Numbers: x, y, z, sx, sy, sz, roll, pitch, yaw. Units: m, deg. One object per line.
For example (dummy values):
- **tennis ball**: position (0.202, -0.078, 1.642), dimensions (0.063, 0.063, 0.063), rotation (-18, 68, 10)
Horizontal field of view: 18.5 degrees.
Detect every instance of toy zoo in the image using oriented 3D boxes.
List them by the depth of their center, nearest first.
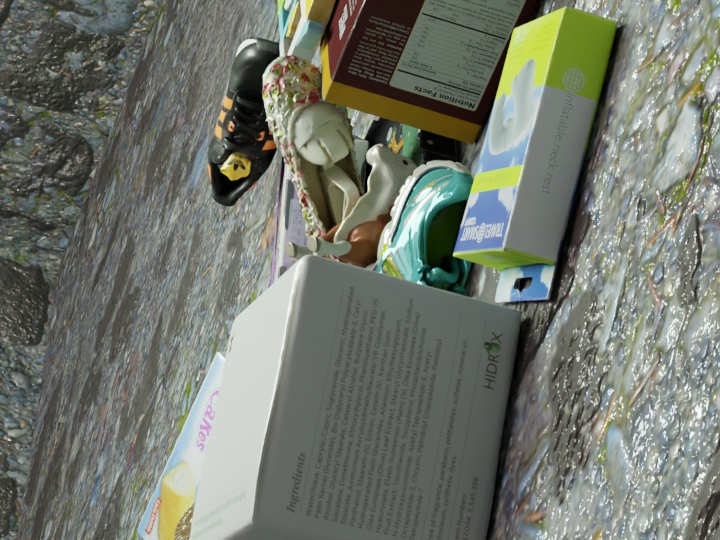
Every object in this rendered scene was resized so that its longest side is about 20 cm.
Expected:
- **toy zoo**: position (-0.040, -0.247, 1.883), dimensions (0.200, 0.020, 0.131), rotation (-96, 25, -58)

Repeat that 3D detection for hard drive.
- **hard drive**: position (0.041, -0.095, 1.920), dimensions (0.200, 0.038, 0.140), rotation (-90, 21, -50)

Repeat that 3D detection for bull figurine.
- **bull figurine**: position (0.000, 0.000, 1.792), dimensions (0.065, 0.121, 0.200), rotation (31, 126, 52)

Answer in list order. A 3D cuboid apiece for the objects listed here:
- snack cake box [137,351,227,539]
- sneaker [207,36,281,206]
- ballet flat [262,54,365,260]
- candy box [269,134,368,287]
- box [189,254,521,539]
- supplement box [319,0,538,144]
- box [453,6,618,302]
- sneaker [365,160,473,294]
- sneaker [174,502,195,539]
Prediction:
- **snack cake box**: position (-0.108, 0.174, 2.003), dimensions (0.067, 0.115, 0.200), rotation (43, 117, 40)
- **sneaker**: position (-0.096, -0.128, 1.984), dimensions (0.200, 0.070, 0.090), rotation (115, 172, -62)
- **ballet flat**: position (-0.024, -0.085, 1.830), dimensions (0.064, 0.076, 0.200), rotation (29, 144, 56)
- **candy box**: position (-0.040, -0.041, 1.999), dimensions (0.200, 0.071, 0.168), rotation (-130, 46, -84)
- **box**: position (-0.008, 0.120, 1.593), dimensions (0.199, 0.171, 0.200), rotation (141, 142, -68)
- **supplement box**: position (0.060, -0.250, 1.814), dimensions (0.197, 0.133, 0.200), rotation (-95, 24, -55)
- **box**: position (0.121, -0.080, 1.569), dimensions (0.122, 0.048, 0.200), rotation (172, 113, -76)
- **sneaker**: position (0.044, 0.011, 1.731), dimensions (0.080, 0.077, 0.200), rotation (38, 114, 63)
- **sneaker**: position (-0.054, 0.207, 1.932), dimensions (0.200, 0.112, 0.071), rotation (-37, 27, 16)
